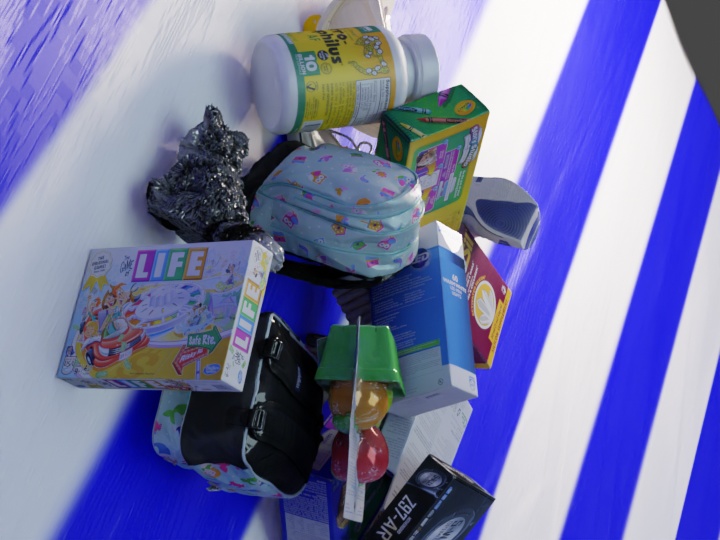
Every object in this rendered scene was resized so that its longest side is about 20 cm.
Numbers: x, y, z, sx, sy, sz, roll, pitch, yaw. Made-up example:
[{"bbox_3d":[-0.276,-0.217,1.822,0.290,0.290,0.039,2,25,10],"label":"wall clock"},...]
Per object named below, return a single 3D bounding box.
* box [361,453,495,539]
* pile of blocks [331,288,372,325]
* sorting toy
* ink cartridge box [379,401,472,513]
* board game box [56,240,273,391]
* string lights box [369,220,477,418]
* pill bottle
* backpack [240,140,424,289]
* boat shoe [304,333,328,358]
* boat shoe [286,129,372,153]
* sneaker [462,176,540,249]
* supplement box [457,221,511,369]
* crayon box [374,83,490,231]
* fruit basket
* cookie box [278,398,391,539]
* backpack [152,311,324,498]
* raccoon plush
[{"bbox_3d":[0.058,0.315,1.536,0.200,0.044,0.160,-51,151,-2],"label":"box"},{"bbox_3d":[0.000,0.000,1.601,0.082,0.062,0.200,-18,83,-55],"label":"pile of blocks"},{"bbox_3d":[0.020,-0.276,1.688,0.180,0.107,0.200,-43,123,-59],"label":"sorting toy"},{"bbox_3d":[0.068,0.217,1.603,0.200,0.043,0.196,-66,156,-19],"label":"ink cartridge box"},{"bbox_3d":[-0.183,0.043,1.239,0.034,0.200,0.135,38,57,-50],"label":"board game box"},{"bbox_3d":[0.068,0.055,1.512,0.059,0.103,0.200,26,53,-48],"label":"string lights box"},{"bbox_3d":[-0.015,-0.221,1.524,0.200,0.113,0.113,-9,97,-23],"label":"pill bottle"},{"bbox_3d":[-0.029,-0.066,1.478,0.167,0.200,0.127,-49,152,-43],"label":"backpack"},{"bbox_3d":[-0.001,0.124,1.656,0.200,0.076,0.074,12,85,-48],"label":"boat shoe"},{"bbox_3d":[-0.015,-0.117,1.623,0.202,0.086,0.075,62,40,-36],"label":"boat shoe"},{"bbox_3d":[0.159,-0.076,1.819,0.081,0.199,0.115,-58,151,-16],"label":"sneaker"},{"bbox_3d":[0.111,0.028,1.803,0.200,0.103,0.131,50,50,-44],"label":"supplement box"},{"bbox_3d":[0.074,-0.113,1.581,0.119,0.058,0.200,-24,145,-29],"label":"crayon box"},{"bbox_3d":[-0.008,0.159,1.391,0.185,0.094,0.200,64,35,-77],"label":"fruit basket"},{"bbox_3d":[-0.022,0.262,1.562,0.171,0.075,0.200,-49,144,-48],"label":"cookie box"},{"bbox_3d":[-0.117,0.145,1.384,0.200,0.150,0.178,44,50,-57],"label":"backpack"},{"bbox_3d":[-0.122,-0.081,1.362,0.134,0.200,0.097,-57,155,-14],"label":"raccoon plush"}]
